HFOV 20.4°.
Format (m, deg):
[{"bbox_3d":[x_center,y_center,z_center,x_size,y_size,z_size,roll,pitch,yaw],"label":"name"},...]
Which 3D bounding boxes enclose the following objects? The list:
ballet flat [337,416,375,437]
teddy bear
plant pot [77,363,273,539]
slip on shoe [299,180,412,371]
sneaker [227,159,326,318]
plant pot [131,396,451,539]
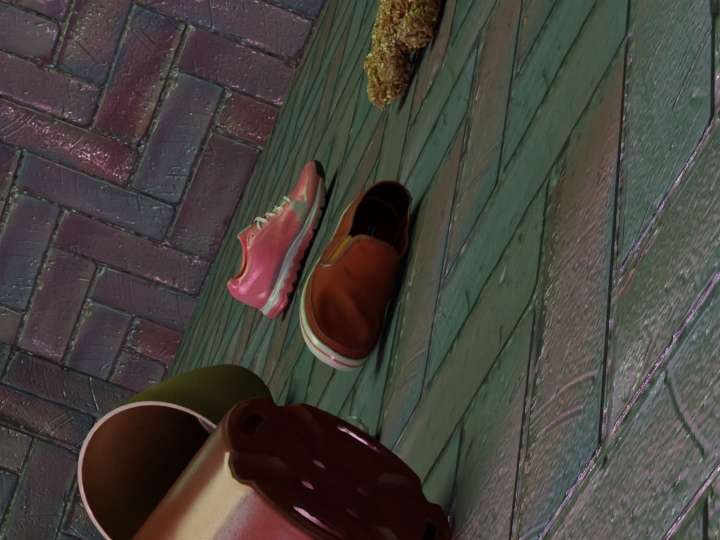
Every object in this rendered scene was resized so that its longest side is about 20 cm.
[{"bbox_3d":[-0.049,0.199,1.481,0.072,0.071,0.201,160,129,-80],"label":"ballet flat"},{"bbox_3d":[0.042,-0.262,2.040,0.200,0.067,0.145,117,167,-48],"label":"teddy bear"},{"bbox_3d":[-0.160,0.177,2.021,0.187,0.186,0.200,-66,-7,27],"label":"plant pot"},{"bbox_3d":[0.000,0.000,1.647,0.061,0.074,0.200,-57,9,46],"label":"slip on shoe"},{"bbox_3d":[-0.102,-0.046,2.431,0.074,0.086,0.201,-164,94,-82],"label":"sneaker"},{"bbox_3d":[-0.058,0.193,1.141,0.196,0.200,0.201,-58,11,21],"label":"plant pot"}]
